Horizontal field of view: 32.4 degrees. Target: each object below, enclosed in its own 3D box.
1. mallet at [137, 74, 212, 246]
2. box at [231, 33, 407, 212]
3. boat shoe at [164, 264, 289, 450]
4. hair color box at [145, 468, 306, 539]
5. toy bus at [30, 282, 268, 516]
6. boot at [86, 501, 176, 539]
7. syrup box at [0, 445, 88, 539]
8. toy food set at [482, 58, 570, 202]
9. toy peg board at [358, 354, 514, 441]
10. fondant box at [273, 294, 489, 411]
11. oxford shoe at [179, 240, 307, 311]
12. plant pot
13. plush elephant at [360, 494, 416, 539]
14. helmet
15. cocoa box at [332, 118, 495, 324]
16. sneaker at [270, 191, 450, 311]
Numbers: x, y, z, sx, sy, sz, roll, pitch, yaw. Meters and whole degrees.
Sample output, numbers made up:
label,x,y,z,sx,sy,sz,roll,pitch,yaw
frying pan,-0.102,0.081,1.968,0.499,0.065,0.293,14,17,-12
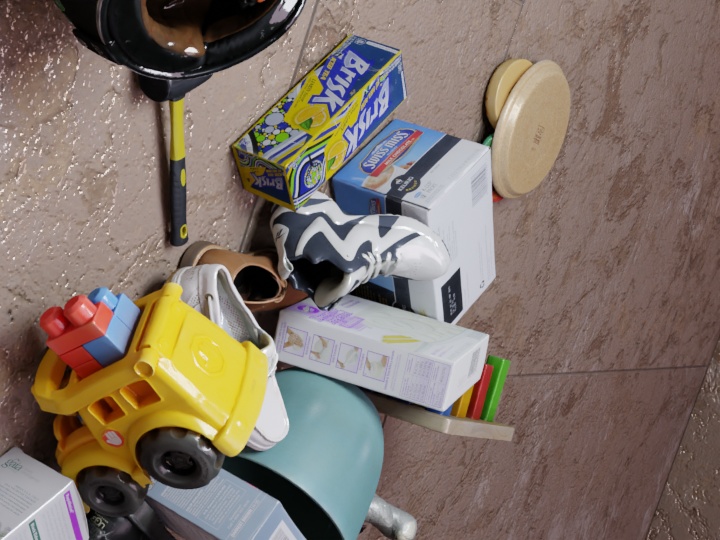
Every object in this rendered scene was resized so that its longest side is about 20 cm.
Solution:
label,x,y,z,sx,sy,sz,roll,pitch,yaw
mallet,-0.159,-0.114,1.119,0.066,0.041,0.200,-44,147,-39
box,-0.036,-0.152,1.251,0.200,0.070,0.064,-49,147,-30
boat shoe,-0.112,0.084,1.165,0.200,0.069,0.071,63,36,-20
hair color box,-0.154,0.219,1.174,0.061,0.200,0.099,-54,147,-22
toy bus,-0.210,0.098,1.063,0.192,0.200,0.136,46,33,-29
boot,-0.255,0.297,1.183,0.158,0.079,0.211,-49,152,-21
syrup box,-0.329,0.245,1.030,0.200,0.079,0.082,-40,140,-40
toy food set,0.219,-0.187,1.663,0.200,0.049,0.198,-16,122,-54
toy peg board,0.069,0.127,1.483,0.199,0.200,0.098,19,86,-60
fondant box,0.024,0.082,1.344,0.144,0.200,0.058,-24,126,-68
oxford shoe,-0.099,0.015,1.262,0.200,0.071,0.071,5,103,-61
plant pot,-0.068,0.199,1.319,0.161,0.200,0.201,-57,150,-37
plush elephant,-0.052,0.316,1.442,0.200,0.165,0.155,54,35,-29
helmet,-0.140,-0.255,0.898,0.200,0.191,0.200,-18,147,-12
cocoa box,0.065,-0.047,1.421,0.133,0.131,0.200,-46,143,-35
sneaker,0.000,0.000,1.265,0.079,0.199,0.130,-47,-151,40
